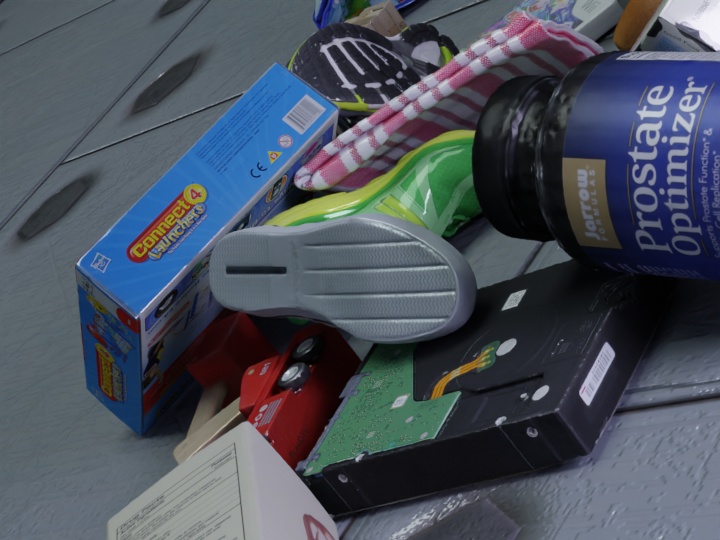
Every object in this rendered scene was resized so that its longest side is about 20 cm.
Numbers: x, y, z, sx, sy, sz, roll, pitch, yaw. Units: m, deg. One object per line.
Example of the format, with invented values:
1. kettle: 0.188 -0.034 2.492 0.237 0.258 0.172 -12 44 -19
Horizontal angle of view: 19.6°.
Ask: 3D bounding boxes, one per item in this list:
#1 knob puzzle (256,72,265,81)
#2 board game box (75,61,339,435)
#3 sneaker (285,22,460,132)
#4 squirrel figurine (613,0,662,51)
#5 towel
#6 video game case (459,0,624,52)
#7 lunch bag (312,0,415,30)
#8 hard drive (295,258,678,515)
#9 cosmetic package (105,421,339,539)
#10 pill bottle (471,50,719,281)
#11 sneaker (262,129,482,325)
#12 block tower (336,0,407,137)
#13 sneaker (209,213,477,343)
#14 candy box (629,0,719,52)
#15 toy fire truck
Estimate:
1. knob puzzle: -0.103 -0.062 1.552 0.221 0.030 0.220 -59 9 15
2. board game box: -0.102 -0.011 1.397 0.200 0.056 0.196 -47 -14 -23
3. sneaker: 0.005 -0.122 1.468 0.081 0.074 0.199 -45 -20 28
4. squirrel figurine: 0.226 -0.271 1.383 0.198 0.142 0.187 -18 41 6
5. towel: 0.064 -0.096 1.371 0.199 0.030 0.146 -33 -19 20
6. video game case: 0.095 -0.145 1.548 0.200 0.018 0.143 -38 19 2
7. lunch bag: 0.028 -0.312 1.892 0.200 0.127 0.170 -46 19 19
8. hard drive: 0.066 0.060 1.124 0.199 0.038 0.140 -19 28 42
9. cosmetic package: -0.064 0.173 1.034 0.103 0.087 0.200 -36 21 9
10. pill bottle: 0.158 -0.052 1.031 0.199 0.112 0.112 5 45 41
11. sneaker: 0.028 -0.023 1.347 0.199 0.074 0.084 -26 60 5
12. block tower: -0.031 -0.133 1.689 0.054 0.058 0.200 -10 32 53
13. sneaker: 0.000 0.000 1.213 0.199 0.074 0.070 9 9 44
14. candy box: 0.200 -0.144 1.154 0.137 0.061 0.200 -56 -3 -12
15. toy fire truck: -0.069 0.092 1.274 0.140 0.049 0.201 -24 26 37
